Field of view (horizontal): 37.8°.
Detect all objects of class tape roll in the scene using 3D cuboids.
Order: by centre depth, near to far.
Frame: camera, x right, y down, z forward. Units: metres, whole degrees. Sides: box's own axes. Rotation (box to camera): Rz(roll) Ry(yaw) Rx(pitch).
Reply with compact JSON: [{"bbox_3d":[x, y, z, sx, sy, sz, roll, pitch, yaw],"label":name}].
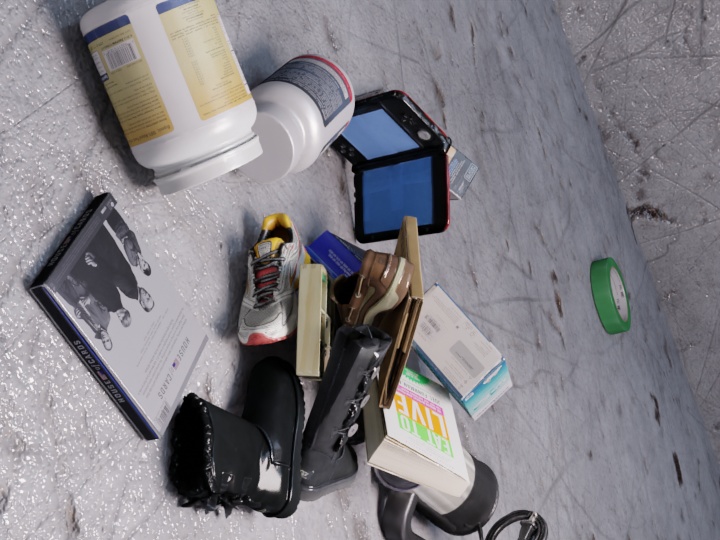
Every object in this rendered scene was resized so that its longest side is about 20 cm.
[{"bbox_3d":[0.671,0.068,2.821,0.200,0.047,0.204,39,44,-51],"label":"tape roll"}]

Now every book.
[{"bbox_3d":[0.068,0.196,1.362,0.132,0.048,0.201,28,23,-18],"label":"book"}]

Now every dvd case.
[{"bbox_3d":[-0.232,0.045,1.050,0.202,0.024,0.151,61,29,-29],"label":"dvd case"}]

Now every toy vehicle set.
[{"bbox_3d":[-0.052,0.068,1.279,0.200,0.026,0.127,67,25,-82],"label":"toy vehicle set"}]

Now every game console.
[{"bbox_3d":[0.024,-0.141,1.480,0.172,0.198,0.120,40,61,-32],"label":"game console"}]

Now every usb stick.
[{"bbox_3d":[-0.025,0.130,1.391,0.032,0.055,0.204,-3,76,-25],"label":"usb stick"}]

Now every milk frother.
[{"bbox_3d":[0.142,0.310,1.467,0.188,0.197,0.183,44,44,-46],"label":"milk frother"}]

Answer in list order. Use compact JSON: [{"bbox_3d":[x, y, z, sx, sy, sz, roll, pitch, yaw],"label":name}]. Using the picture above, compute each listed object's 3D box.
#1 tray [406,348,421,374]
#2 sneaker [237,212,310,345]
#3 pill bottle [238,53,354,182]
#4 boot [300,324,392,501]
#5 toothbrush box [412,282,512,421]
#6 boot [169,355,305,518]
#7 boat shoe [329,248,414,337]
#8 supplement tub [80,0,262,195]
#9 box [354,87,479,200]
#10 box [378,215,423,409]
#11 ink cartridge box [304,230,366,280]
[{"bbox_3d":[0.035,0.113,1.551,0.199,0.022,0.110,18,62,-60],"label":"tray"},{"bbox_3d":[-0.111,0.010,1.245,0.202,0.076,0.083,-85,163,-50],"label":"sneaker"},{"bbox_3d":[-0.090,-0.193,1.350,0.121,0.118,0.200,66,27,-18],"label":"pill bottle"},{"bbox_3d":[-0.016,0.158,1.250,0.165,0.065,0.204,-19,128,-73],"label":"boot"},{"bbox_3d":[0.137,0.120,1.503,0.147,0.085,0.200,48,-1,18],"label":"toothbrush box"},{"bbox_3d":[-0.134,0.170,1.138,0.162,0.072,0.202,29,50,-49],"label":"boot"},{"bbox_3d":[-0.002,0.030,1.289,0.074,0.203,0.076,23,55,-9],"label":"boat shoe"},{"bbox_3d":[-0.195,-0.196,1.114,0.144,0.142,0.203,-45,117,-60],"label":"supplement tub"},{"bbox_3d":[0.070,-0.187,1.593,0.199,0.116,0.061,37,79,-22],"label":"box"},{"bbox_3d":[0.048,0.049,1.336,0.201,0.021,0.166,-90,-168,-59],"label":"box"},{"bbox_3d":[0.000,0.000,1.465,0.099,0.039,0.199,43,11,29],"label":"ink cartridge box"}]
